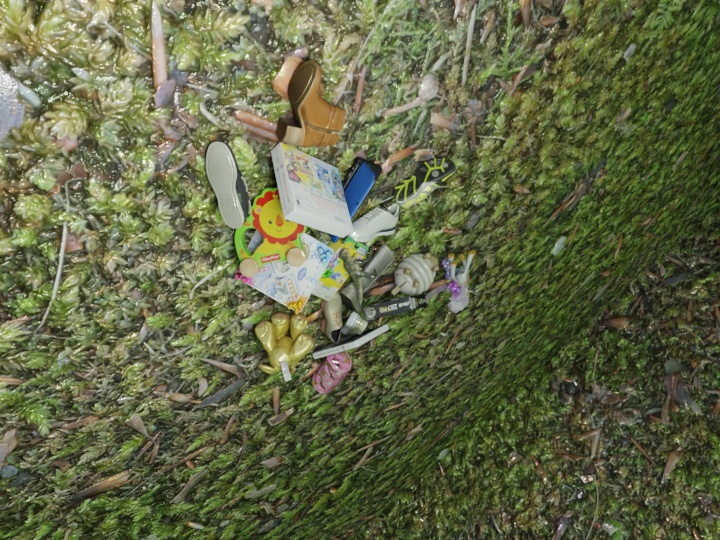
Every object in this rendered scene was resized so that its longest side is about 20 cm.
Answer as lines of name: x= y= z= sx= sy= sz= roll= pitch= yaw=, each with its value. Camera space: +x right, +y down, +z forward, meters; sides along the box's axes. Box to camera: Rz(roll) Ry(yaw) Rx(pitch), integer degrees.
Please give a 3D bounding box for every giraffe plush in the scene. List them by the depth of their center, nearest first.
giraffe plush: x=-0.221 y=0.238 z=1.666 sx=0.169 sy=0.204 sz=0.163 roll=0 pitch=161 yaw=-3

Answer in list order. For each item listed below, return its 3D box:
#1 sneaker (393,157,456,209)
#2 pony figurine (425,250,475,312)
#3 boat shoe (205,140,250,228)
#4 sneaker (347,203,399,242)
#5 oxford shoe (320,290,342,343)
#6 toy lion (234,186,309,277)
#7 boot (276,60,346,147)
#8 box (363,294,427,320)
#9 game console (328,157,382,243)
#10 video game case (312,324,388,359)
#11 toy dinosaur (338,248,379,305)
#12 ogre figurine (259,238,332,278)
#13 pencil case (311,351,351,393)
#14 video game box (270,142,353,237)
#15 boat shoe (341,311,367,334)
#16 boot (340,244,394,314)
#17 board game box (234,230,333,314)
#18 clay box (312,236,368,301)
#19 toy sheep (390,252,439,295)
sneaker: x=0.186 y=-0.252 z=1.625 sx=0.198 sy=0.076 sz=0.077 roll=-31 pitch=150 yaw=1
pony figurine: x=0.336 y=0.045 z=1.999 sx=0.191 sy=0.165 sz=0.203 roll=-27 pitch=126 yaw=-31
boat shoe: x=-0.286 y=-0.195 z=1.249 sx=0.061 sy=0.072 sz=0.203 roll=-61 pitch=148 yaw=-52
sneaker: x=0.034 y=-0.138 z=1.584 sx=0.198 sy=0.076 sz=0.081 roll=-24 pitch=145 yaw=-45
oxford shoe: x=-0.078 y=0.140 z=1.754 sx=0.070 sy=0.074 sz=0.202 roll=-22 pitch=138 yaw=-25
toy lion: x=-0.212 y=-0.099 z=1.355 sx=0.196 sy=0.069 sz=0.195 roll=-13 pitch=102 yaw=11
boot: x=-0.090 y=-0.365 z=1.257 sx=0.153 sy=0.074 sz=0.201 roll=-4 pitch=141 yaw=-38
box: x=0.114 y=0.115 z=1.808 sx=0.158 sy=0.050 sz=0.200 roll=-12 pitch=176 yaw=19
game console: x=-0.005 y=-0.173 z=1.457 sx=0.201 sy=0.118 sz=0.170 roll=-55 pitch=153 yaw=17
video game case: x=-0.029 y=0.226 z=1.795 sx=0.180 sy=0.024 sz=0.199 roll=-21 pitch=178 yaw=34
toy dinosaur: x=0.000 y=0.000 z=1.618 sx=0.087 sy=0.048 sz=0.202 roll=-27 pitch=124 yaw=-7
ogre figurine: x=-0.159 y=-0.033 z=1.486 sx=0.196 sy=0.099 sz=0.121 roll=14 pitch=123 yaw=-8
pencil case: x=-0.099 y=0.339 z=1.879 sx=0.081 sy=0.088 sz=0.201 roll=-9 pitch=150 yaw=-30
video game box: x=-0.112 y=-0.185 z=1.321 sx=0.046 sy=0.185 sz=0.198 roll=-27 pitch=153 yaw=33
boat shoe: x=-0.018 y=0.178 z=1.787 sx=0.073 sy=0.062 sz=0.200 roll=-56 pitch=178 yaw=-10
boot: x=0.025 y=0.028 z=1.746 sx=0.201 sy=0.072 sz=0.182 roll=-54 pitch=167 yaw=-16
board game box: x=-0.197 y=-0.014 z=1.428 sx=0.198 sy=0.026 sz=0.202 roll=29 pitch=111 yaw=-6
clay box: x=-0.074 y=-0.013 z=1.631 sx=0.201 sy=0.048 sz=0.114 roll=-51 pitch=142 yaw=9
toy sheep: x=0.173 y=0.014 z=1.815 sx=0.198 sy=0.138 sz=0.139 roll=-32 pitch=142 yaw=-22
